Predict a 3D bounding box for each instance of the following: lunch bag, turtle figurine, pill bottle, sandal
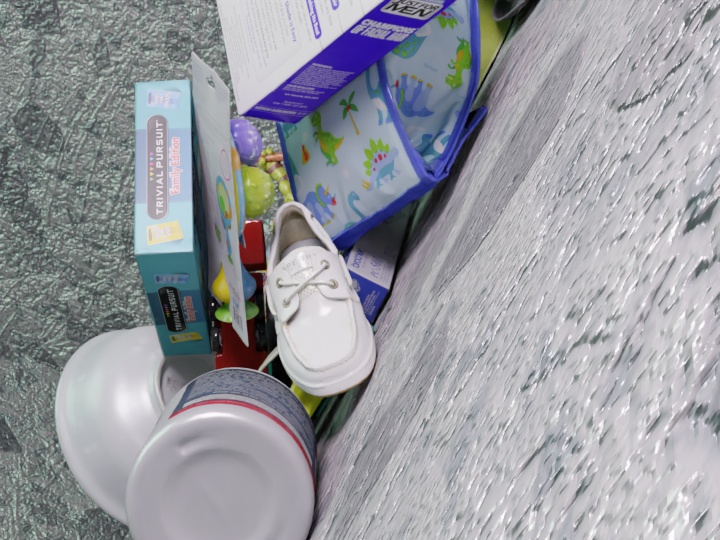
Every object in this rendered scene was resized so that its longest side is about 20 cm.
[{"bbox_3d":[0.013,-0.130,1.043,0.170,0.126,0.202,-32,49,51],"label":"lunch bag"},{"bbox_3d":[-0.033,-0.066,1.368,0.160,0.200,0.065,-32,-25,-22],"label":"turtle figurine"},{"bbox_3d":[-0.088,0.132,0.878,0.121,0.119,0.200,-62,4,6],"label":"pill bottle"},{"bbox_3d":[-0.055,0.085,1.106,0.201,0.044,0.076,91,175,-56],"label":"sandal"}]

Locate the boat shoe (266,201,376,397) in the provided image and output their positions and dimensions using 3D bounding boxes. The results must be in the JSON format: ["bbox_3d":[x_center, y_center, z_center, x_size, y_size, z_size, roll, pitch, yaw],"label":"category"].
[{"bbox_3d":[-0.040,0.015,0.950,0.201,0.070,0.070,-114,5,-56],"label":"boat shoe"}]

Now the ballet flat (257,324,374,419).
[{"bbox_3d":[-0.060,0.112,1.014,0.202,0.066,0.067,-63,6,1],"label":"ballet flat"}]

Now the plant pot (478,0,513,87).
[{"bbox_3d":[0.023,-0.229,1.238,0.189,0.198,0.187,-62,4,8],"label":"plant pot"}]

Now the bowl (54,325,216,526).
[{"bbox_3d":[-0.167,0.128,1.158,0.090,0.201,0.202,-36,20,38],"label":"bowl"}]

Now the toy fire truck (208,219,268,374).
[{"bbox_3d":[-0.105,0.053,1.133,0.141,0.048,0.203,122,144,-86],"label":"toy fire truck"}]

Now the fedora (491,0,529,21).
[{"bbox_3d":[0.135,-0.310,1.104,0.178,0.090,0.200,-60,4,11],"label":"fedora"}]

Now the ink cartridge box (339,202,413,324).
[{"bbox_3d":[0.000,0.000,1.125,0.095,0.044,0.200,-62,5,26],"label":"ink cartridge box"}]

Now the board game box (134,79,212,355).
[{"bbox_3d":[-0.154,-0.038,1.064,0.201,0.046,0.153,94,173,-64],"label":"board game box"}]

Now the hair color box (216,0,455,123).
[{"bbox_3d":[-0.023,-0.204,0.954,0.199,0.064,0.111,-31,66,46],"label":"hair color box"}]

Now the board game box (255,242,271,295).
[{"bbox_3d":[-0.111,0.087,1.352,0.201,0.034,0.135,-61,25,23],"label":"board game box"}]

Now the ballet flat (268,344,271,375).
[{"bbox_3d":[-0.056,0.076,1.223,0.072,0.068,0.201,-25,-30,-34],"label":"ballet flat"}]

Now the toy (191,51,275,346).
[{"bbox_3d":[-0.093,-0.057,0.984,0.115,0.047,0.202,-134,41,-59],"label":"toy"}]
